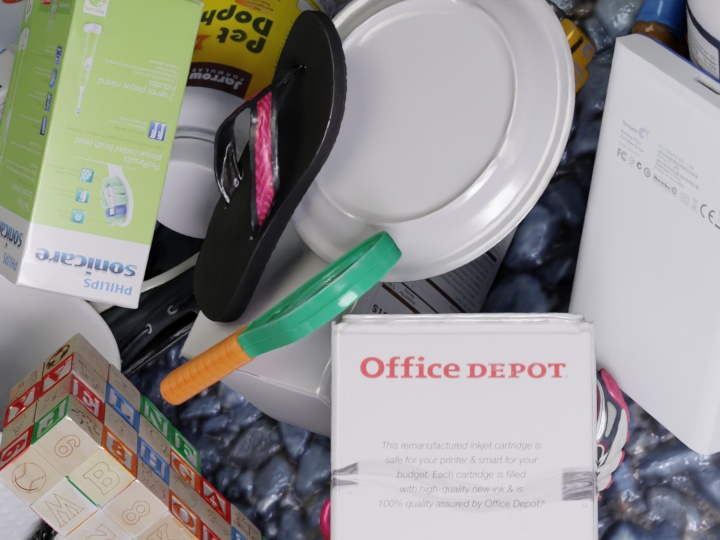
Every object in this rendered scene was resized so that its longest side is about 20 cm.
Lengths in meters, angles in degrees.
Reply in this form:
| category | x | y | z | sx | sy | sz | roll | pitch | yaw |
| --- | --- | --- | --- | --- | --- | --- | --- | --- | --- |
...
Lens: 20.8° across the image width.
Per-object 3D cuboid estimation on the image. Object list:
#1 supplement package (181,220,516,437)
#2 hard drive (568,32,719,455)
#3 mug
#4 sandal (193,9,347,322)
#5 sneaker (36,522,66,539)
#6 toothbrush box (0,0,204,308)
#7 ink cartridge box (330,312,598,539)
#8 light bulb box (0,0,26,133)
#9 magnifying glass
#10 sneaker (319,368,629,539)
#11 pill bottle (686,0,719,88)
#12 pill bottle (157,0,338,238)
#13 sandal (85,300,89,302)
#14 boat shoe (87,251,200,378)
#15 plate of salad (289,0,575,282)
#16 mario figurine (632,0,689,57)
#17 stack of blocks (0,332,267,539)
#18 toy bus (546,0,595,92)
| category | x | y | z | sx | sy | sz | roll | pitch | yaw |
| --- | --- | --- | --- | --- | --- | --- | --- | --- | --- |
| supplement package | 0.000 | 0.000 | 1.245 | 0.121 | 0.120 | 0.200 | 15 | 74 | 38 |
| hard drive | 0.175 | -0.014 | 1.098 | 0.132 | 0.025 | 0.200 | 43 | 137 | 43 |
| mug | -0.271 | 0.119 | 1.313 | 0.148 | 0.200 | 0.176 | 46 | 136 | 22 |
| sandal | -0.063 | -0.060 | 1.164 | 0.075 | 0.045 | 0.200 | 47 | 118 | 51 |
| sneaker | -0.199 | 0.192 | 1.309 | 0.200 | 0.080 | 0.074 | -44 | 49 | 9 |
| toothbrush box | -0.181 | -0.090 | 1.280 | 0.146 | 0.086 | 0.201 | -160 | 83 | -67 |
| ink cartridge box | 0.056 | 0.126 | 1.078 | 0.145 | 0.085 | 0.201 | 0 | 85 | 3 |
| light bulb box | -0.261 | -0.115 | 1.444 | 0.198 | 0.125 | 0.200 | -35 | 35 | -18 |
| magnifying glass | -0.050 | 0.032 | 1.132 | 0.200 | 0.022 | 0.080 | -34 | 8 | 42 |
| sneaker | 0.069 | 0.123 | 1.153 | 0.200 | 0.075 | 0.081 | -36 | 49 | 14 |
| pill bottle | 0.238 | -0.131 | 1.076 | 0.115 | 0.200 | 0.116 | -6 | 51 | 7 |
| pill bottle | -0.088 | -0.121 | 1.364 | 0.109 | 0.109 | 0.200 | -11 | 44 | 31 |
| sandal | -0.224 | -0.016 | 1.468 | 0.070 | 0.078 | 0.212 | -26 | 26 | -24 |
| boat shoe | -0.105 | 0.024 | 1.348 | 0.199 | 0.075 | 0.066 | -23 | 78 | 7 |
| plate of salad | 0.039 | -0.086 | 1.154 | 0.200 | 0.048 | 0.201 | -12 | 66 | 28 |
| mario figurine | 0.241 | -0.223 | 1.248 | 0.123 | 0.106 | 0.201 | 15 | 83 | 4 |
| stack of blocks | -0.128 | 0.145 | 1.198 | 0.059 | 0.200 | 0.115 | -39 | 20 | 11 |
| toy bus | 0.082 | -0.163 | 1.310 | 0.065 | 0.078 | 0.200 | -48 | 47 | 1 |
